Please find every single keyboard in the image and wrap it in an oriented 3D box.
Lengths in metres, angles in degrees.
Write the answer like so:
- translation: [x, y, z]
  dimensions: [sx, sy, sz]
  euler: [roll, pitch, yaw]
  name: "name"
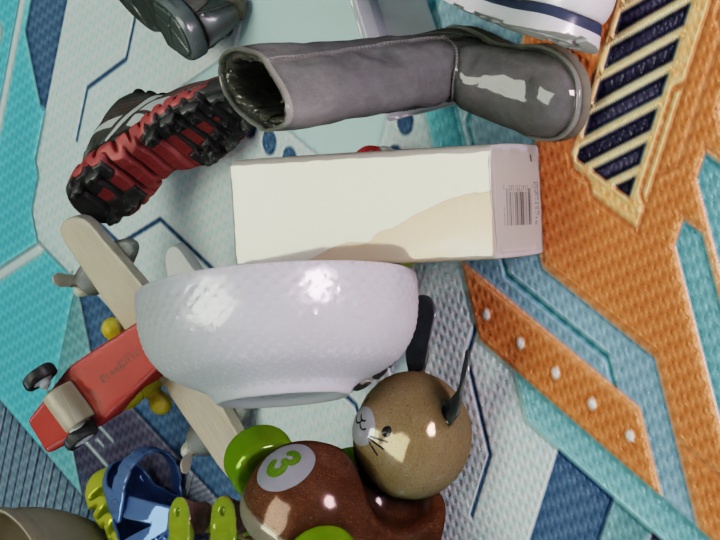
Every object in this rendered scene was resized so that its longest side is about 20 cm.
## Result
- translation: [0.017, -0.208, 1.737]
  dimensions: [0.011, 0.056, 0.201]
  euler: [138, 117, -68]
  name: "keyboard"

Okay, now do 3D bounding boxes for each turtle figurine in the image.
- translation: [-0.055, 0.204, 1.827]
  dimensions: [0.200, 0.161, 0.065]
  euler: [15, 88, 48]
  name: "turtle figurine"

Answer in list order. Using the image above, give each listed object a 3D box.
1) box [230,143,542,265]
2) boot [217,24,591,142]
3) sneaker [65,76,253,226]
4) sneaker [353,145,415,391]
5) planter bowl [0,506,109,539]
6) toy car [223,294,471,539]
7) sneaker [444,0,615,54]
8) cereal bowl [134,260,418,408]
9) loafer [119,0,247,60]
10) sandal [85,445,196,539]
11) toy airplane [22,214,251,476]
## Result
- translation: [0.018, -0.044, 1.663]
  dimensions: [0.199, 0.095, 0.078]
  euler: [-2, 92, 27]
  name: "box"
- translation: [0.030, -0.124, 1.614]
  dimensions: [0.182, 0.199, 0.073]
  euler: [20, 108, 51]
  name: "boot"
- translation: [-0.160, -0.119, 1.975]
  dimensions: [0.200, 0.071, 0.098]
  euler: [-30, 34, 32]
  name: "sneaker"
- translation: [0.000, 0.000, 1.796]
  dimensions: [0.085, 0.077, 0.201]
  euler: [-122, 46, -60]
  name: "sneaker"
- translation: [-0.257, 0.301, 2.109]
  dimensions: [0.200, 0.134, 0.201]
  euler: [7, 99, 53]
  name: "planter bowl"
- translation: [0.016, 0.123, 1.721]
  dimensions: [0.200, 0.157, 0.164]
  euler: [-63, 33, 18]
  name: "toy car"
- translation: [0.105, -0.205, 1.626]
  dimensions: [0.200, 0.076, 0.081]
  euler: [24, 97, 48]
  name: "sneaker"
- translation: [-0.056, 0.049, 1.655]
  dimensions: [0.200, 0.200, 0.084]
  euler: [-15, 77, 53]
  name: "cereal bowl"
- translation: [-0.160, -0.237, 1.994]
  dimensions: [0.200, 0.063, 0.072]
  euler: [45, 159, 46]
  name: "loafer"
- translation: [-0.170, 0.228, 2.035]
  dimensions: [0.200, 0.079, 0.087]
  euler: [58, 132, 30]
  name: "sandal"
- translation: [-0.169, 0.063, 1.983]
  dimensions: [0.198, 0.141, 0.201]
  euler: [8, 92, 15]
  name: "toy airplane"
